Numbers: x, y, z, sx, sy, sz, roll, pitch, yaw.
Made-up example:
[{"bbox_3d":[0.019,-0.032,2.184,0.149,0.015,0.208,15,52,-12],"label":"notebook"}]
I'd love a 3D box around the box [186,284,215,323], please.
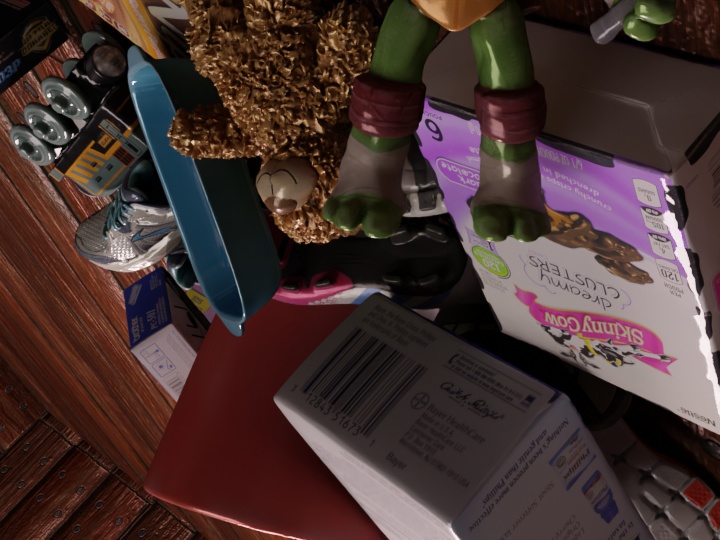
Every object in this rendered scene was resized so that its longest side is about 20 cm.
[{"bbox_3d":[-0.068,0.102,1.264,0.175,0.097,0.200,27,156,39],"label":"box"}]

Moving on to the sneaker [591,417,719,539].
[{"bbox_3d":[0.199,0.151,0.921,0.200,0.077,0.082,49,-175,-11],"label":"sneaker"}]

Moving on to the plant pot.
[{"bbox_3d":[-0.051,0.104,0.982,0.199,0.178,0.200,14,175,1],"label":"plant pot"}]

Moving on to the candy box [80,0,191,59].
[{"bbox_3d":[-0.119,-0.181,0.840,0.200,0.055,0.116,39,162,14],"label":"candy box"}]

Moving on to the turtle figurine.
[{"bbox_3d":[0.044,-0.100,0.498,0.200,0.143,0.195,33,128,46],"label":"turtle figurine"}]

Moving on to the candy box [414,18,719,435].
[{"bbox_3d":[0.128,-0.023,0.660,0.167,0.072,0.200,24,153,41],"label":"candy box"}]

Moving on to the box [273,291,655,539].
[{"bbox_3d":[0.073,0.137,0.821,0.184,0.105,0.200,29,159,48],"label":"box"}]

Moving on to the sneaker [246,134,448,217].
[{"bbox_3d":[0.019,-0.069,0.804,0.199,0.075,0.084,4,179,41],"label":"sneaker"}]

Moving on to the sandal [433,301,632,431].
[{"bbox_3d":[0.119,0.059,0.867,0.057,0.080,0.201,30,174,-29],"label":"sandal"}]

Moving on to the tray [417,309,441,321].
[{"bbox_3d":[-0.002,-0.036,0.962,0.107,0.022,0.200,12,144,54],"label":"tray"}]

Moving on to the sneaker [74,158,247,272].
[{"bbox_3d":[-0.175,-0.060,1.061,0.199,0.078,0.086,-19,151,31],"label":"sneaker"}]

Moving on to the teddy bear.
[{"bbox_3d":[-0.051,-0.109,0.723,0.144,0.067,0.201,1,103,17],"label":"teddy bear"}]

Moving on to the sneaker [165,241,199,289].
[{"bbox_3d":[-0.150,-0.035,1.132,0.200,0.086,0.078,28,157,39],"label":"sneaker"}]

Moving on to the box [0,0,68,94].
[{"bbox_3d":[-0.384,-0.203,1.155,0.199,0.159,0.046,27,153,39],"label":"box"}]

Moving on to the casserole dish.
[{"bbox_3d":[-0.101,-0.056,0.838,0.121,0.039,0.201,7,118,69],"label":"casserole dish"}]

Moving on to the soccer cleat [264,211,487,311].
[{"bbox_3d":[0.000,0.000,0.897,0.199,0.070,0.086,6,166,31],"label":"soccer cleat"}]

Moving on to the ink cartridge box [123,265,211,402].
[{"bbox_3d":[-0.127,0.097,1.097,0.200,0.044,0.094,55,-174,-32],"label":"ink cartridge box"}]

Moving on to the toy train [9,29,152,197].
[{"bbox_3d":[-0.226,-0.124,1.097,0.114,0.085,0.200,40,148,-12],"label":"toy train"}]
